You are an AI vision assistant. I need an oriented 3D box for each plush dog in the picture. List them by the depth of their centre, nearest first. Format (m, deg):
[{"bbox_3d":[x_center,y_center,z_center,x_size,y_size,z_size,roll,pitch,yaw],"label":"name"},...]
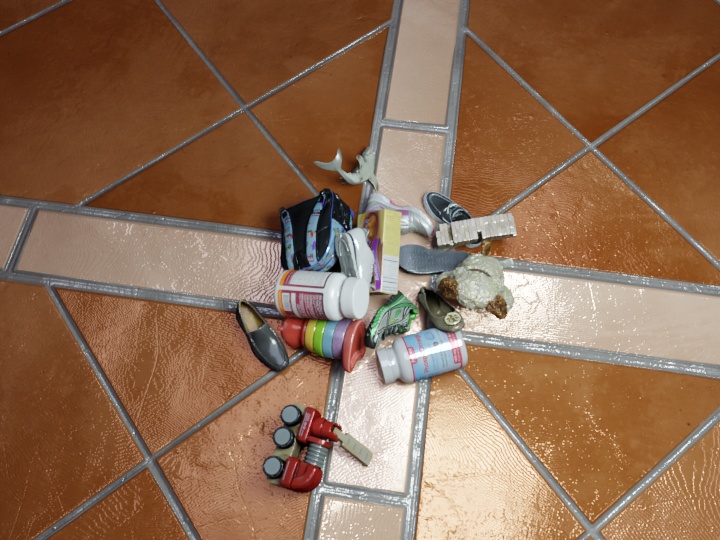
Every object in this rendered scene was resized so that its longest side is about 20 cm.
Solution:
[{"bbox_3d":[0.277,0.033,1.534,0.199,0.161,0.172,17,30,8],"label":"plush dog"}]

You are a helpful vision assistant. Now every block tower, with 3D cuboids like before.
[{"bbox_3d":[0.286,-0.098,1.615,0.198,0.058,0.054,-9,81,4],"label":"block tower"}]

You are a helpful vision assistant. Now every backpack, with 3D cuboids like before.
[{"bbox_3d":[-0.109,-0.074,1.604,0.182,0.134,0.201,-19,55,29],"label":"backpack"}]

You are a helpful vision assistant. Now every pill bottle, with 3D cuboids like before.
[{"bbox_3d":[-0.088,0.058,1.483,0.198,0.110,0.110,4,64,24],"label":"pill bottle"},{"bbox_3d":[0.140,0.198,1.516,0.198,0.109,0.109,-16,66,-6],"label":"pill bottle"}]

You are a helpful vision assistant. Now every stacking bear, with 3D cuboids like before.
[{"bbox_3d":[-0.096,0.153,1.543,0.198,0.115,0.121,10,22,18],"label":"stacking bear"}]

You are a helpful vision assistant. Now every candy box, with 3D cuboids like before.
[{"bbox_3d":[0.041,-0.041,1.591,0.056,0.116,0.202,9,82,-35],"label":"candy box"}]

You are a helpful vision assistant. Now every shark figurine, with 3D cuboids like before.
[{"bbox_3d":[-0.030,-0.254,1.732,0.089,0.214,0.129,-14,95,35],"label":"shark figurine"}]

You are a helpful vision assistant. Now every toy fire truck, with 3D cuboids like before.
[{"bbox_3d":[-0.087,0.407,1.433,0.198,0.129,0.177,11,66,17],"label":"toy fire truck"}]

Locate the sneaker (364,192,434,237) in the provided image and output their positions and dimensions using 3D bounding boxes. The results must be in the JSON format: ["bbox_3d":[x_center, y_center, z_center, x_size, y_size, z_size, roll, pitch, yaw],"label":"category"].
[{"bbox_3d":[0.094,-0.123,1.685,0.199,0.081,0.089,23,69,19],"label":"sneaker"}]

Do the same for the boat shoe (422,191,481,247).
[{"bbox_3d":[0.242,-0.144,1.693,0.072,0.068,0.200,-36,70,-14],"label":"boat shoe"}]

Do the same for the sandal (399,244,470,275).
[{"bbox_3d":[0.182,-0.019,1.657,0.198,0.043,0.077,7,73,-6],"label":"sandal"}]

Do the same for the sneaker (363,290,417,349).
[{"bbox_3d":[0.076,0.122,1.539,0.085,0.078,0.200,34,43,12],"label":"sneaker"}]

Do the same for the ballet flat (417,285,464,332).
[{"bbox_3d":[0.186,0.086,1.541,0.067,0.047,0.200,-15,27,-12],"label":"ballet flat"}]

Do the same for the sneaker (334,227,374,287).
[{"bbox_3d":[0.000,0.000,1.538,0.080,0.202,0.076,-20,21,-38],"label":"sneaker"}]

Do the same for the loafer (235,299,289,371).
[{"bbox_3d":[-0.242,0.155,1.562,0.073,0.072,0.200,-36,71,-16],"label":"loafer"}]

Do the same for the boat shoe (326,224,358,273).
[{"bbox_3d":[-0.031,-0.025,1.653,0.073,0.063,0.202,-7,53,39],"label":"boat shoe"}]
